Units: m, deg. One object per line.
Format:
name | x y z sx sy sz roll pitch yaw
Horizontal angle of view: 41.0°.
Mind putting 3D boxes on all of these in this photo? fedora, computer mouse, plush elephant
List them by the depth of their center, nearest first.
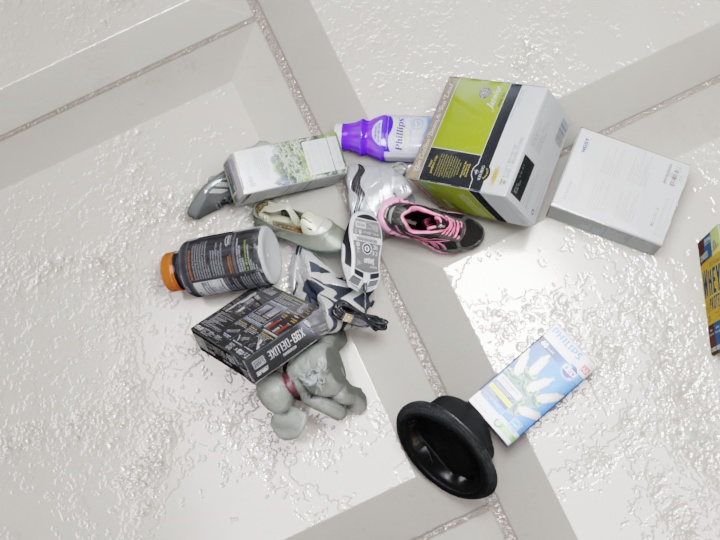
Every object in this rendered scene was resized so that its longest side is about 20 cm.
fedora | 0.158 0.277 1.589 0.201 0.201 0.092 38 51 12
plush elephant | -0.103 0.191 1.619 0.155 0.200 0.165 -22 84 19
computer mouse | 0.000 0.000 1.625 0.110 0.044 0.200 12 73 -35

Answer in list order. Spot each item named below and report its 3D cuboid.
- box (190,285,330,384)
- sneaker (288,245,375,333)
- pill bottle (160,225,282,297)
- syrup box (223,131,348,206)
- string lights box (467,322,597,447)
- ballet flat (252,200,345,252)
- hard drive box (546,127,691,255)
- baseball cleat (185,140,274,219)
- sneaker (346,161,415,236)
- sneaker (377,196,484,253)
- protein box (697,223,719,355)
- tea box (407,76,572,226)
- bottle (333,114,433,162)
box | -0.170 0.098 1.608 0.158 0.200 0.050 -35 120 -25
sneaker | -0.041 0.034 1.688 0.080 0.130 0.199 -64 37 26
pill bottle | -0.247 -0.012 1.686 0.200 0.106 0.106 -9 77 15
syrup box | -0.132 -0.179 1.691 0.200 0.081 0.079 -15 84 -22
string lights box | 0.288 0.194 1.625 0.200 0.059 0.103 -41 76 -4
ballet flat | -0.107 -0.081 1.687 0.200 0.064 0.067 15 47 28
hard drive box | 0.445 -0.137 1.672 0.200 0.077 0.156 22 81 9
baseball cleat | -0.217 -0.146 1.739 0.200 0.070 0.106 -44 78 -4
sneaker | 0.041 -0.100 1.702 0.115 0.075 0.200 -9 75 6
sneaker | 0.133 -0.074 1.651 0.200 0.095 0.079 11 88 -22
protein box | 0.681 0.029 1.585 0.198 0.135 0.200 -4 78 5
tea box | 0.220 -0.203 1.632 0.197 0.134 0.200 17 79 35
bottle | 0.053 -0.238 1.735 0.200 0.065 0.084 4 77 6
